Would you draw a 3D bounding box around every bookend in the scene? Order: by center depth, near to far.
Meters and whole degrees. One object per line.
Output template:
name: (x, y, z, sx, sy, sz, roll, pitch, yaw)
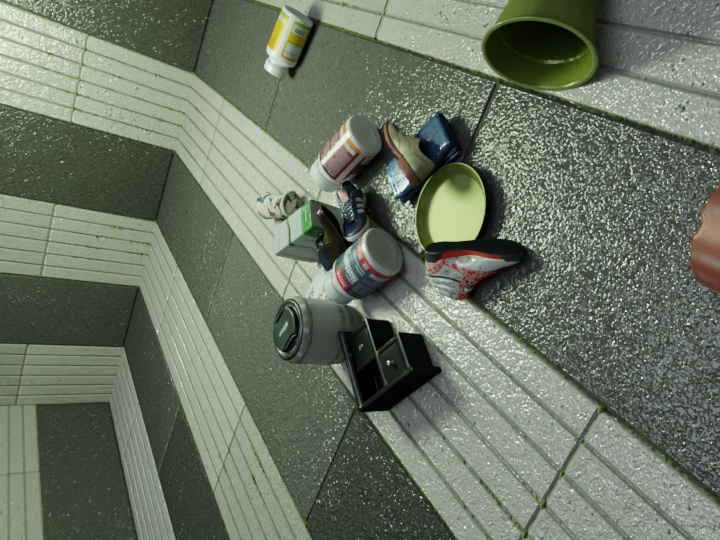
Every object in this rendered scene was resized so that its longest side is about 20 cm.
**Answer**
bookend: (0.058, 0.182, 1.179, 0.200, 0.090, 0.203, -44, 51, 37)

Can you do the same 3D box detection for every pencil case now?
pencil case: (-0.264, -0.213, 1.684, 0.197, 0.076, 0.093, 5, 102, 53)

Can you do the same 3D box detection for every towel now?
towel: (0.138, -0.253, 1.191, 0.200, 0.048, 0.114, -43, 52, 41)

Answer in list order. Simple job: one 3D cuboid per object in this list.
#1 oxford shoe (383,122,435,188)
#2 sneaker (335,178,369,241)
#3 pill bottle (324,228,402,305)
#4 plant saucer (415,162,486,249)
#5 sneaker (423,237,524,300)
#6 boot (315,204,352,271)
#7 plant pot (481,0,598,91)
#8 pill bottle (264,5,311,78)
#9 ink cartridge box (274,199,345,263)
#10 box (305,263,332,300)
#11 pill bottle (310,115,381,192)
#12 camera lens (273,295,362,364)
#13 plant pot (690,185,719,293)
oxford shoe: (0.109, -0.268, 1.158, 0.074, 0.070, 0.203, -32, 53, 13)
sneaker: (-0.028, -0.156, 1.301, 0.073, 0.085, 0.203, -25, 36, 15)
pill bottle: (0.000, 0.000, 1.268, 0.199, 0.117, 0.123, -40, 54, 41)
plant saucer: (0.194, -0.123, 1.108, 0.197, 0.030, 0.207, -13, 73, 50)
sneaker: (0.225, 0.001, 1.026, 0.196, 0.067, 0.111, 0, 120, 28)
boot: (-0.083, -0.071, 1.309, 0.095, 0.201, 0.076, -26, 43, 9)
plant pot: (0.328, -0.449, 0.894, 0.198, 0.197, 0.195, 11, 78, 52)
pill bottle: (-0.245, -0.750, 1.730, 0.202, 0.109, 0.112, -58, 44, 27)
ink cartridge box: (-0.131, -0.101, 1.435, 0.198, 0.144, 0.086, -28, 60, 45)
box: (-0.108, 0.080, 1.461, 0.111, 0.034, 0.203, 53, 124, 43)
pill bottle: (-0.043, -0.302, 1.383, 0.199, 0.112, 0.117, -37, 56, 42)
camera lens: (-0.111, 0.153, 1.317, 0.158, 0.196, 0.165, -14, 72, 50)
plant pot: (0.501, -0.019, 0.576, 0.195, 0.196, 0.206, 38, 113, 57)
